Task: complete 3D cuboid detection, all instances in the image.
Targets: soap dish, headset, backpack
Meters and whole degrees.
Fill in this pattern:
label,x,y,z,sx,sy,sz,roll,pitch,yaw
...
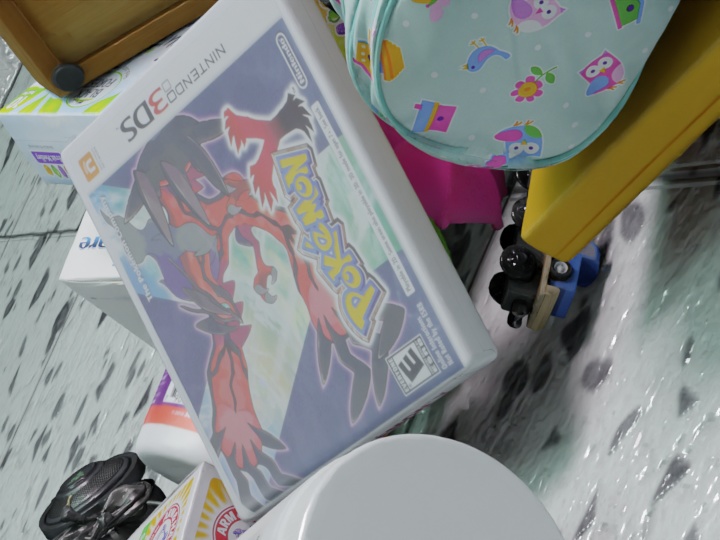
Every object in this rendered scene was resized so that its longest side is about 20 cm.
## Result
label,x,y,z,sx,sy,sz,roll,pitch,yaw
soap dish,-0.118,-0.188,1.300,0.199,0.158,0.081,-29,36,9
headset,-0.126,0.158,1.391,0.094,0.123,0.200,-40,-15,-20
backpack,0.060,-0.142,1.003,0.127,0.166,0.201,-101,33,-56

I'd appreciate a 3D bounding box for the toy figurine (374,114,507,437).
label,x,y,z,sx,sy,sz,roll,pitch,yaw
toy figurine,0.000,0.000,1.221,0.184,0.149,0.201,131,148,-64

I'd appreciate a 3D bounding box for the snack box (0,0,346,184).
label,x,y,z,sx,sy,sz,roll,pitch,yaw
snack box,-0.087,-0.103,1.344,0.142,0.053,0.200,-43,22,-21

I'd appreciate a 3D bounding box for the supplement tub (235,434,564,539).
label,x,y,z,sx,sy,sz,roll,pitch,yaw
supplement tub,-0.012,0.162,1.072,0.200,0.131,0.133,-43,26,53

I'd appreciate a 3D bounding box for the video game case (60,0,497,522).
label,x,y,z,sx,sy,sz,roll,pitch,yaw
video game case,-0.043,-0.010,1.175,0.023,0.201,0.182,-19,-13,-44

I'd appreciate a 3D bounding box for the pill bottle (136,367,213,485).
label,x,y,z,sx,sy,sz,roll,pitch,yaw
pill bottle,-0.032,0.026,1.380,0.201,0.111,0.111,-68,16,-14

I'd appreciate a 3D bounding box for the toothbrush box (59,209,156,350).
label,x,y,z,sx,sy,sz,roll,pitch,yaw
toothbrush box,-0.066,-0.047,1.502,0.085,0.146,0.201,-1,60,43

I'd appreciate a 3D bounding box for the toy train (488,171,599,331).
label,x,y,z,sx,sy,sz,roll,pitch,yaw
toy train,0.098,-0.054,1.209,0.034,0.046,0.201,109,177,-55

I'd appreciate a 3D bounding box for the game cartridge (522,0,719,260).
label,x,y,z,sx,sy,sz,roll,pitch,yaw
game cartridge,0.135,-0.125,1.092,0.176,0.032,0.201,-47,24,48

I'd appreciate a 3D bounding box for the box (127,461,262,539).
label,x,y,z,sx,sy,sz,roll,pitch,yaw
box,-0.069,0.209,1.217,0.101,0.112,0.201,-46,23,47
